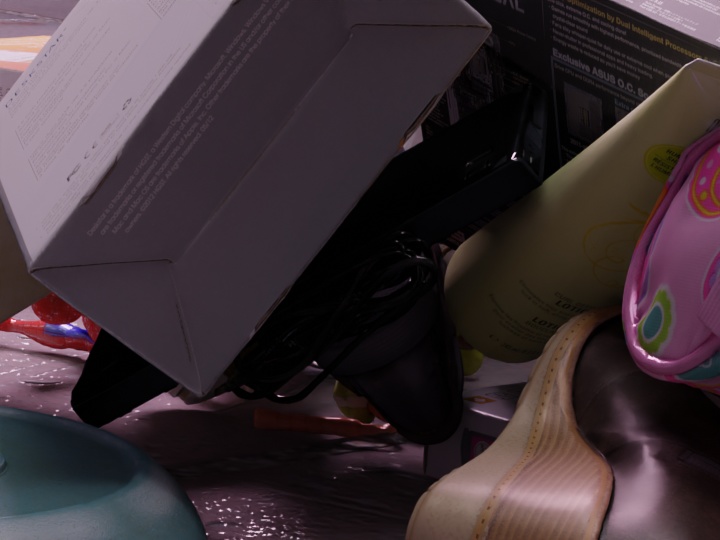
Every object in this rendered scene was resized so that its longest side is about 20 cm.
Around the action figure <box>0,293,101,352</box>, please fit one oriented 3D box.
[{"bbox_3d":[-0.103,-0.001,1.144,0.098,0.066,0.200,19,14,26],"label":"action figure"}]

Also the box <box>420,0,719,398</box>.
[{"bbox_3d":[0.100,-0.046,0.897,0.050,0.159,0.200,-33,43,-28],"label":"box"}]

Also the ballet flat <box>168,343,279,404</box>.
[{"bbox_3d":[-0.053,0.020,1.041,0.068,0.072,0.200,50,9,0],"label":"ballet flat"}]

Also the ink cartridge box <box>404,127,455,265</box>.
[{"bbox_3d":[0.047,-0.068,1.169,0.085,0.147,0.200,16,-7,32],"label":"ink cartridge box"}]

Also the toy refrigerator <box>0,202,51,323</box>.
[{"bbox_3d":[-0.136,-0.027,1.012,0.199,0.070,0.076,-32,18,-10],"label":"toy refrigerator"}]

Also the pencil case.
[{"bbox_3d":[0.177,0.026,0.761,0.199,0.088,0.087,25,1,-25],"label":"pencil case"}]

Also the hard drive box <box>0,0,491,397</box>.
[{"bbox_3d":[-0.053,-0.065,0.878,0.077,0.156,0.200,37,5,-20],"label":"hard drive box"}]

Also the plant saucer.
[{"bbox_3d":[-0.148,0.072,0.816,0.198,0.028,0.200,5,10,-1],"label":"plant saucer"}]

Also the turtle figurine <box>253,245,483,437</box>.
[{"bbox_3d":[0.050,0.018,1.037,0.199,0.065,0.161,-22,-3,3],"label":"turtle figurine"}]

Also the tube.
[{"bbox_3d":[0.091,-0.021,0.821,0.058,0.052,0.200,-30,-4,-32],"label":"tube"}]

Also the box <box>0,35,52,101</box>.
[{"bbox_3d":[-0.162,-0.065,1.363,0.199,0.107,0.152,12,12,38],"label":"box"}]

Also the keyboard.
[{"bbox_3d":[-0.016,0.011,0.872,0.199,0.040,0.104,-30,19,23],"label":"keyboard"}]

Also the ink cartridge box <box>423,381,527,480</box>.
[{"bbox_3d":[0.125,0.074,0.895,0.199,0.037,0.094,10,11,44],"label":"ink cartridge box"}]

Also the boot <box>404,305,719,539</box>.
[{"bbox_3d":[0.120,0.080,0.766,0.165,0.073,0.200,17,23,19],"label":"boot"}]

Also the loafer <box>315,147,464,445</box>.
[{"bbox_3d":[0.000,0.000,0.964,0.072,0.063,0.200,-28,27,6],"label":"loafer"}]
